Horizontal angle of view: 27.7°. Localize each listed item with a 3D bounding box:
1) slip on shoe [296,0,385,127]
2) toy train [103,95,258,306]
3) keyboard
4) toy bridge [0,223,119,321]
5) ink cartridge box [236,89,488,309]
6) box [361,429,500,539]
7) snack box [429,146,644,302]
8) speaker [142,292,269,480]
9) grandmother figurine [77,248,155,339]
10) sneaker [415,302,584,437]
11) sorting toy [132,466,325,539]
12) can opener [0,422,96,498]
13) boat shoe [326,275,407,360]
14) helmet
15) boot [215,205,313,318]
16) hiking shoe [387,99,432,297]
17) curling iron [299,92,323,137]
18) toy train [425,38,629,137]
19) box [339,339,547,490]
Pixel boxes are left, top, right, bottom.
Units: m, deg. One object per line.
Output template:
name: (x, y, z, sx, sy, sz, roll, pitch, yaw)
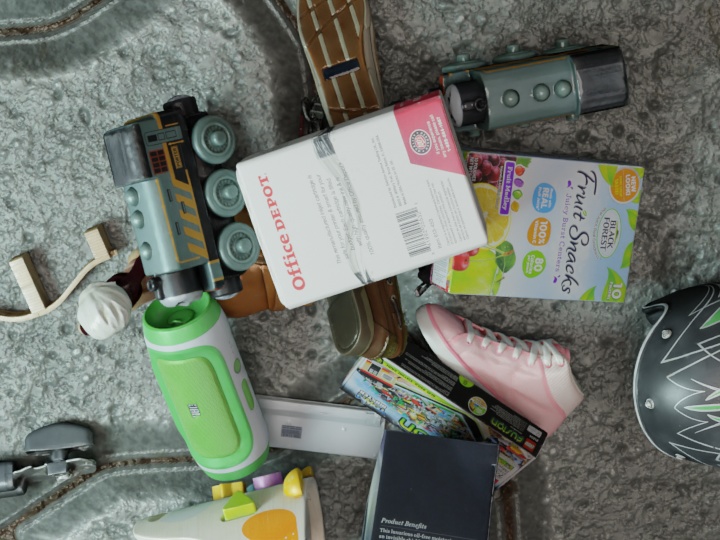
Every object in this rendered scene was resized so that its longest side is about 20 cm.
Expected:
slip on shoe: (-0.015, -0.214, 1.467, 0.076, 0.061, 0.200, -16, 82, 4)
toy train: (-0.172, -0.064, 1.394, 0.114, 0.085, 0.200, -17, 97, -37)
keyboard: (-0.074, 0.166, 1.573, 0.200, 0.011, 0.056, 7, 107, 1)
toy bridge: (-0.347, 0.015, 1.541, 0.200, 0.027, 0.067, -20, 103, 6)
ink cartridge box: (0.003, -0.067, 1.361, 0.200, 0.084, 0.145, -18, 100, 7)
box: (0.060, 0.285, 1.459, 0.123, 0.200, 0.199, 9, 66, 1)
snack box: (0.177, -0.045, 1.459, 0.200, 0.053, 0.142, 4, 101, -22)
speaker: (-0.156, 0.117, 1.490, 0.088, 0.088, 0.200, -14, 123, 5)
grandmother figurine: (-0.236, 0.024, 1.450, 0.061, 0.200, 0.121, 32, 102, -4)
sneaker: (0.152, 0.086, 1.512, 0.105, 0.075, 0.200, -40, 105, 14)
sorting toy: (-0.136, 0.264, 1.515, 0.180, 0.200, 0.107, -5, 83, 3)
can opener: (-0.383, 0.209, 1.580, 0.200, 0.053, 0.067, -8, 69, 4)
boat shoe: (0.000, 0.000, 1.469, 0.068, 0.072, 0.200, 10, 59, -32)
helmet: (0.364, 0.103, 1.449, 0.200, 0.191, 0.200, 0, 101, 1)
boot: (-0.121, -0.051, 1.498, 0.155, 0.077, 0.200, -1, 91, -5)
hiking shoe: (0.055, -0.072, 1.483, 0.101, 0.076, 0.200, -24, 101, 3)
curling iron: (-0.057, -0.082, 1.480, 0.026, 0.050, 0.200, 5, 88, -4)
toy train: (0.165, -0.178, 1.426, 0.200, 0.114, 0.085, -10, 101, -10)
box: (0.084, 0.144, 1.507, 0.200, 0.110, 0.035, 33, 57, 0)
